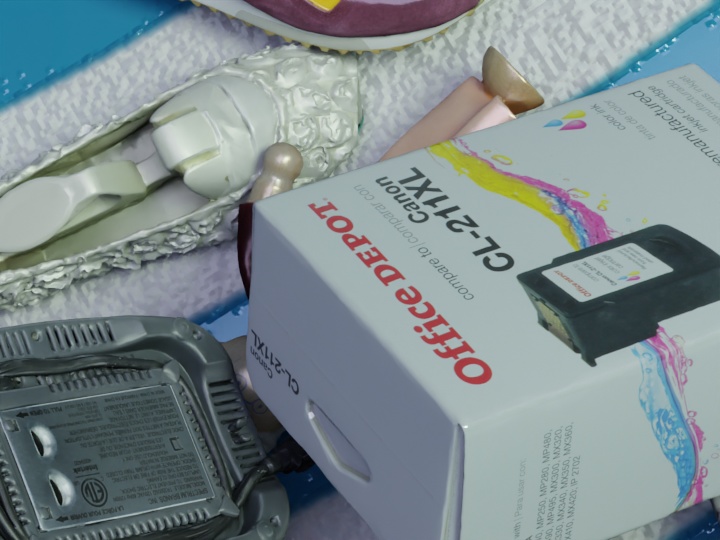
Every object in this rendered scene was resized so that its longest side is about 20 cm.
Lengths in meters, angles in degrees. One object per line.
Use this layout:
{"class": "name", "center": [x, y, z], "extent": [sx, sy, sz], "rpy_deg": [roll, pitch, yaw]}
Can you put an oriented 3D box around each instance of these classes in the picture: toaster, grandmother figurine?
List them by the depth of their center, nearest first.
{"class": "toaster", "center": [-0.123, 0.092, 0.979], "extent": [0.129, 0.200, 0.114], "rpy_deg": [-38, 70, 42]}
{"class": "grandmother figurine", "center": [0.000, 0.000, 1.058], "extent": [0.200, 0.061, 0.121], "rpy_deg": [-45, 81, 3]}

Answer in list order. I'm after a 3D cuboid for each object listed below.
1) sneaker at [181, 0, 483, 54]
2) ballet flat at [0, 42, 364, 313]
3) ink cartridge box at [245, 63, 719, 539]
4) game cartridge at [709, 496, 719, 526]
{"class": "sneaker", "center": [-0.042, -0.151, 1.071], "extent": [0.199, 0.090, 0.075], "rpy_deg": [13, 56, 15]}
{"class": "ballet flat", "center": [-0.089, -0.036, 1.084], "extent": [0.200, 0.072, 0.072], "rpy_deg": [-26, 75, 7]}
{"class": "ink cartridge box", "center": [0.078, 0.017, 0.951], "extent": [0.200, 0.083, 0.146], "rpy_deg": [-18, 43, -26]}
{"class": "game cartridge", "center": [0.229, 0.064, 0.988], "extent": [0.199, 0.038, 0.130], "rpy_deg": [-20, 62, 7]}
